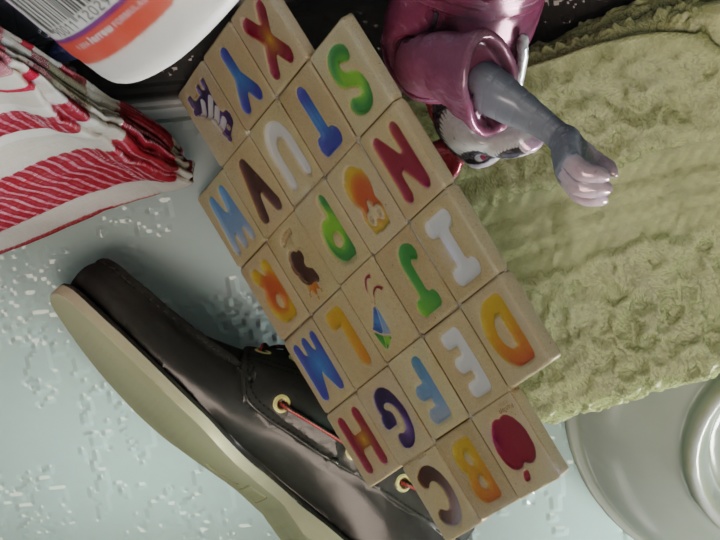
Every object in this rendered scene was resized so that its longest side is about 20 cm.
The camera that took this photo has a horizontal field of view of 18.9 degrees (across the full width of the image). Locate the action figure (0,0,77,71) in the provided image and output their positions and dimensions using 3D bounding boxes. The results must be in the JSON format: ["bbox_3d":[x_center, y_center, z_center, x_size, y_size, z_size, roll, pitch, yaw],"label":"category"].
[{"bbox_3d":[-0.127,-0.131,0.765,0.199,0.105,0.195,-16,132,-19],"label":"action figure"}]

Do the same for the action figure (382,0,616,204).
[{"bbox_3d":[0.034,-0.111,0.719,0.148,0.134,0.201,16,127,6],"label":"action figure"}]

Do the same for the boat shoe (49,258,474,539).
[{"bbox_3d":[-0.039,0.062,0.885,0.201,0.074,0.063,41,76,-10],"label":"boat shoe"}]

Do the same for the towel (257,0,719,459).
[{"bbox_3d":[0.073,-0.014,0.828,0.199,0.037,0.149,-19,101,10],"label":"towel"}]

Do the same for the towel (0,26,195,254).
[{"bbox_3d":[-0.156,-0.033,0.770,0.143,0.023,0.200,-21,164,14],"label":"towel"}]

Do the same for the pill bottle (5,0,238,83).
[{"bbox_3d":[-0.112,-0.157,0.636,0.200,0.112,0.111,39,115,-22],"label":"pill bottle"}]

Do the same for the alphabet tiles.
[{"bbox_3d":[0.000,0.000,0.782,0.201,0.006,0.166,59,151,6],"label":"alphabet tiles"}]

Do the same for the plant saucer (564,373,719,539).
[{"bbox_3d":[0.184,0.062,0.885,0.198,0.050,0.201,0,122,0],"label":"plant saucer"}]
